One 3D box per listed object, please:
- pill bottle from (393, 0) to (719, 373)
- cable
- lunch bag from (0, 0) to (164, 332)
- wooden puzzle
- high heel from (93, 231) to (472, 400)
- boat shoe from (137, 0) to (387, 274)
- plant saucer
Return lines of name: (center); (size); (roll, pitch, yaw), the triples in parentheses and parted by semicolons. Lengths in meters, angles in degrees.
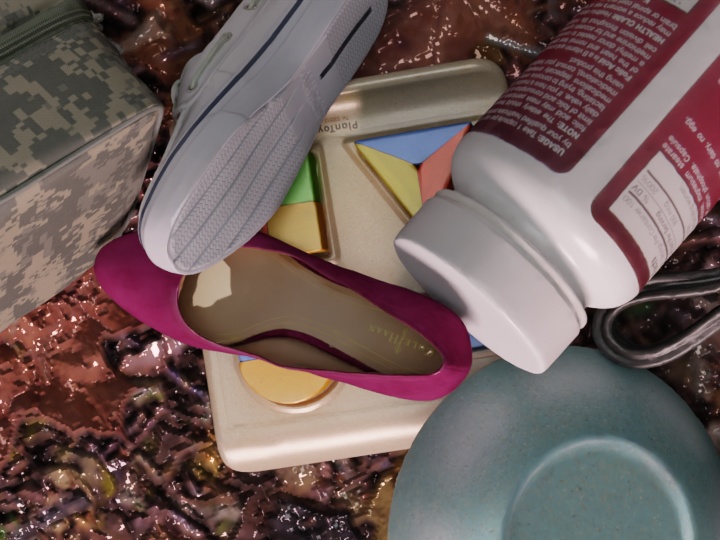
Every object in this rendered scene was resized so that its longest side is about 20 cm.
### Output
pill bottle: (0.117, -0.054, 0.747); (0.114, 0.114, 0.200); (43, 81, 1)
cable: (0.211, -0.006, 0.768); (0.097, 0.050, 0.200); (48, 119, 3)
lunch bag: (-0.200, -0.076, 0.748); (0.139, 0.200, 0.168); (-39, 83, -23)
wooden puzzle: (0.000, 0.000, 0.815); (0.184, 0.046, 0.201); (-9, 92, 5)
high heel: (-0.042, 0.015, 0.750); (0.199, 0.096, 0.068); (10, 90, 6)
boat shoe: (-0.061, -0.082, 0.780); (0.067, 0.074, 0.200); (21, 57, 26)
plant saucer: (0.113, 0.138, 0.777); (0.200, 0.039, 0.202); (2, 84, -20)
